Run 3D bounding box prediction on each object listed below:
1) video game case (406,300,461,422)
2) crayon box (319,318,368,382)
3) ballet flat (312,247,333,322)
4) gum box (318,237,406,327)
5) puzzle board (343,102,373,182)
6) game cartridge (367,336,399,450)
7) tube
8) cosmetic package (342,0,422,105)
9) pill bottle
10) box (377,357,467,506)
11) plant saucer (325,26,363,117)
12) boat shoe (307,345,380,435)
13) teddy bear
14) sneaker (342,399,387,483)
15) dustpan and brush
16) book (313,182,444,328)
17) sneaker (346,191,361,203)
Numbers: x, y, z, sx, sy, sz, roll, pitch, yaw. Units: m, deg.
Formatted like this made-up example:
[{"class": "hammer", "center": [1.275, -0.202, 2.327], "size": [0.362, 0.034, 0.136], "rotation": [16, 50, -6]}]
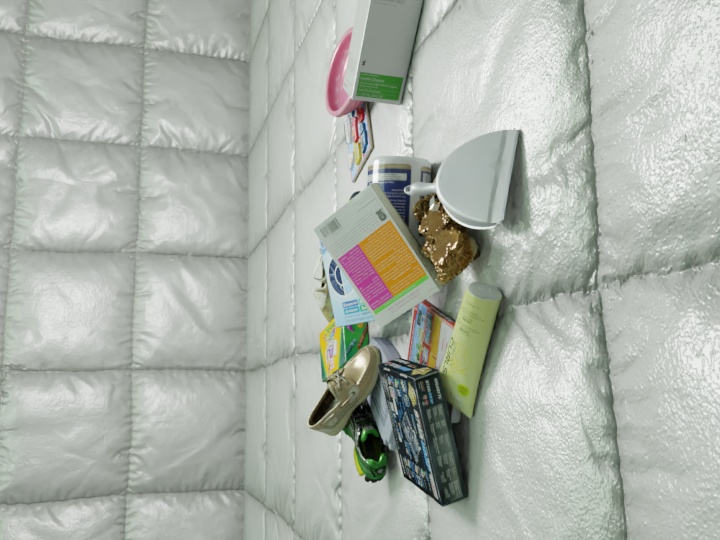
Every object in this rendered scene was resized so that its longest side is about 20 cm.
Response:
[{"class": "video game case", "center": [0.123, 0.140, 1.118], "size": [0.200, 0.017, 0.144], "rotation": [-141, 55, -67]}, {"class": "crayon box", "center": [-0.040, 0.174, 1.547], "size": [0.200, 0.058, 0.119], "rotation": [130, 139, -62]}, {"class": "ballet flat", "center": [-0.089, 0.034, 1.705], "size": [0.071, 0.070, 0.201], "rotation": [-137, 51, -67]}, {"class": "gum box", "center": [0.000, 0.000, 1.322], "size": [0.170, 0.044, 0.201], "rotation": [-16, 85, 49]}, {"class": "puzzle board", "center": [-0.010, -0.328, 1.588], "size": [0.151, 0.017, 0.201], "rotation": [126, 143, -59]}, {"class": "game cartridge", "center": [0.050, 0.224, 1.305], "size": [0.200, 0.040, 0.134], "rotation": [-115, 29, -55]}, {"class": "tube", "center": [0.153, 0.115, 0.979], "size": [0.058, 0.052, 0.201], "rotation": [-93, 12, -61]}, {"class": "cosmetic package", "center": [0.039, -0.431, 1.307], "size": [0.085, 0.107, 0.201], "rotation": [-116, 32, -55]}, {"class": "pill bottle", "center": [0.063, -0.090, 1.180], "size": [0.111, 0.111, 0.201], "rotation": [-178, 91, -72]}, {"class": "box", "center": [0.093, 0.246, 1.070], "size": [0.159, 0.046, 0.201], "rotation": [178, 79, -72]}, {"class": "plant saucer", "center": [-0.019, -0.443, 1.540], "size": [0.200, 0.051, 0.202], "rotation": [-33, 52, 57]}, {"class": "boat shoe", "center": [-0.032, 0.228, 1.310], "size": [0.200, 0.065, 0.072], "rotation": [-57, 39, 11]}, {"class": "teddy bear", "center": [0.136, -0.070, 1.047], "size": [0.145, 0.067, 0.200], "rotation": [-62, 25, 17]}, {"class": "sneaker", "center": [0.010, 0.304, 1.335], "size": [0.085, 0.078, 0.201], "rotation": [107, 144, -54]}, {"class": "dustpan and brush", "center": [0.135, -0.125, 0.978], "size": [0.199, 0.057, 0.140], "rotation": [4, 77, 37]}, {"class": "book", "center": [0.028, -0.023, 1.117], "size": [0.133, 0.048, 0.200], "rotation": [-35, 88, 25]}, {"class": "sneaker", "center": [0.025, -0.088, 1.386], "size": [0.081, 0.074, 0.201], "rotation": [-57, 42, 46]}]
